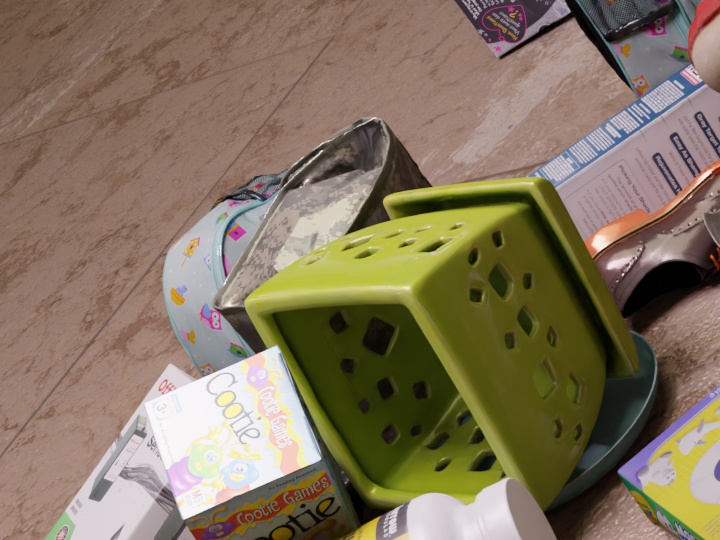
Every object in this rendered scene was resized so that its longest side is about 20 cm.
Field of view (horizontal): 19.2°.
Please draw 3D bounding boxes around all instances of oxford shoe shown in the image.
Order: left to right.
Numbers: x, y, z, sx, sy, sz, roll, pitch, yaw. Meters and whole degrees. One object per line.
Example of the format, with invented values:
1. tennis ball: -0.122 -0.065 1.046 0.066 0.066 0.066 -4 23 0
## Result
1. oxford shoe: 0.270 -0.028 1.643 0.199 0.071 0.073 -31 52 6

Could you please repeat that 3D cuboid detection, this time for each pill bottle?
1. pill bottle: 0.032 0.217 1.424 0.199 0.112 0.112 -29 24 16

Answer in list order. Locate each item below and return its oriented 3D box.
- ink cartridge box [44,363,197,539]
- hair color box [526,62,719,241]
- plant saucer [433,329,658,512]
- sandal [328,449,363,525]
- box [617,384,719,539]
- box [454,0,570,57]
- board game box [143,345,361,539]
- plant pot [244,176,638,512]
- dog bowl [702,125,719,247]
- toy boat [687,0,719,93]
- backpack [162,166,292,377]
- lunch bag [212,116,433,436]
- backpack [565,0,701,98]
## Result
1. ink cartridge box: -0.161 0.190 1.723 0.200 0.084 0.146 -55 24 -3
2. hair color box: 0.230 -0.075 1.719 0.200 0.100 0.061 -34 22 4
3. plant saucer: 0.137 0.119 1.574 0.200 0.027 0.200 -29 24 14
4. sandal: -0.038 0.212 1.629 0.075 0.048 0.201 -9 48 45
5. box: 0.255 0.139 1.346 0.117 0.048 0.200 -39 25 -6
6. box: 0.158 -0.340 2.284 0.114 0.132 0.200 -30 23 23
7. board game box: -0.064 0.163 1.500 0.103 0.200 0.105 -23 53 -1
8. plant pot: 0.072 0.045 1.534 0.199 0.201 0.181 -5 30 51
9. dog bowl: 0.344 -0.072 1.535 0.199 0.059 0.201 -23 47 27
10. toy boat: 0.346 -0.196 1.651 0.130 0.199 0.131 -43 39 41
11. backpack: -0.067 0.011 1.844 0.153 0.176 0.200 -13 16 47
12. lunch bag: 0.000 0.000 1.688 0.117 0.164 0.200 7 58 41
13. backpack: 0.265 -0.246 1.858 0.153 0.201 0.176 -19 20 21
